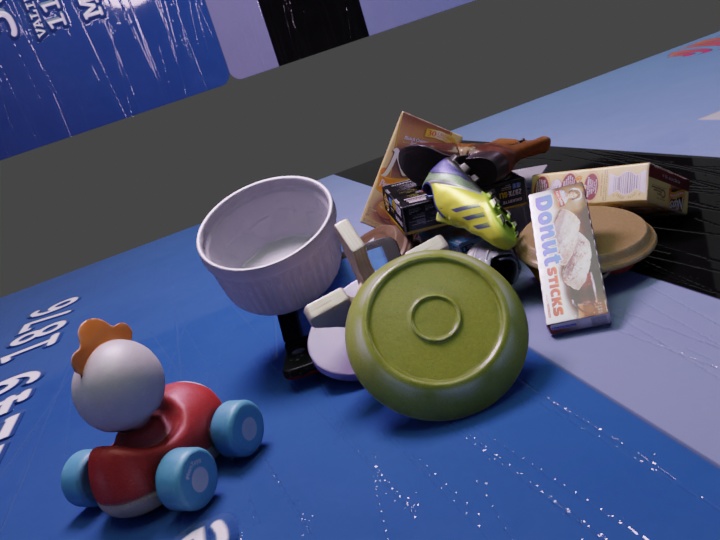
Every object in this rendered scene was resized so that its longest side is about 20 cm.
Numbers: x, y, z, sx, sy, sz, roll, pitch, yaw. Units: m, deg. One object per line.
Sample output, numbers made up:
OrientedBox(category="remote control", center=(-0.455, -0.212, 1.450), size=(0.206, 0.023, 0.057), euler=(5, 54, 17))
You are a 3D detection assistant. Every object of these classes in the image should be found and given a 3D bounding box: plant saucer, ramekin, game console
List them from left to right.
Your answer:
OrientedBox(category="ramekin", center=(-0.119, -0.031, 1.024), size=(0.197, 0.106, 0.202), euler=(-10, 41, 9))
OrientedBox(category="game console", center=(-0.023, 0.045, 0.997), size=(0.197, 0.121, 0.172), euler=(-19, 9, 1))
OrientedBox(category="plant saucer", center=(0.000, 0.000, 1.147), size=(0.199, 0.029, 0.201), euler=(-39, 21, 18))
OrientedBox(category="plant saucer", center=(0.079, 0.056, 0.775), size=(0.196, 0.031, 0.203), euler=(-3, 59, 6))

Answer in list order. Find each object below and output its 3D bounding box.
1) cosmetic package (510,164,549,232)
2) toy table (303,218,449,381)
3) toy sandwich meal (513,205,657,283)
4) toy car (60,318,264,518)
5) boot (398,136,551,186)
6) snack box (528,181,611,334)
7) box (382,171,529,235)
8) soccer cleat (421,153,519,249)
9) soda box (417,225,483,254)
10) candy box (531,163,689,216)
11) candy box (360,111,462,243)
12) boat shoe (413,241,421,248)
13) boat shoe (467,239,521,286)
OrientedBox(category="cosmetic package", center=(0.261, -0.109, 1.259), size=(0.105, 0.091, 0.200), euler=(-7, 23, 28))
OrientedBox(category="toy table", center=(0.022, 0.039, 0.878), size=(0.199, 0.118, 0.184), euler=(-39, 62, -15))
OrientedBox(category="toy sandwich meal", center=(0.297, -0.025, 0.985), size=(0.201, 0.071, 0.206), euler=(-10, 25, 5))
OrientedBox(category="toy car", center=(-0.236, 0.136, 0.789), size=(0.182, 0.203, 0.177), euler=(-8, 18, 31))
OrientedBox(category="boot", center=(0.181, -0.192, 1.168), size=(0.186, 0.070, 0.199), euler=(2, 23, 37))
OrientedBox(category="snack box", center=(0.251, -0.019, 0.890), size=(0.071, 0.024, 0.202), euler=(-14, 50, 20))
OrientedBox(category="box", center=(0.144, -0.119, 1.162), size=(0.197, 0.050, 0.160), euler=(-14, 21, -6))
OrientedBox(category="soccer cleat", center=(0.149, -0.081, 1.011), size=(0.084, 0.064, 0.201), euler=(-43, 43, 12))
OrientedBox(category="soda box", center=(0.154, -0.035, 1.162), size=(0.063, 0.069, 0.200), euler=(-21, 15, -10))
OrientedBox(category="candy box", center=(0.369, -0.114, 1.098), size=(0.114, 0.056, 0.198), euler=(10, -5, -38))
OrientedBox(category="candy box", center=(0.086, -0.156, 1.268), size=(0.114, 0.203, 0.055), euler=(21, 5, -2))
OrientedBox(category="boat shoe", center=(0.083, -0.020, 1.191), size=(0.067, 0.073, 0.199), euler=(-19, 19, -22))
OrientedBox(category="boat shoe", center=(0.179, 0.009, 0.967), size=(0.071, 0.070, 0.201), euler=(-30, 15, 30))
